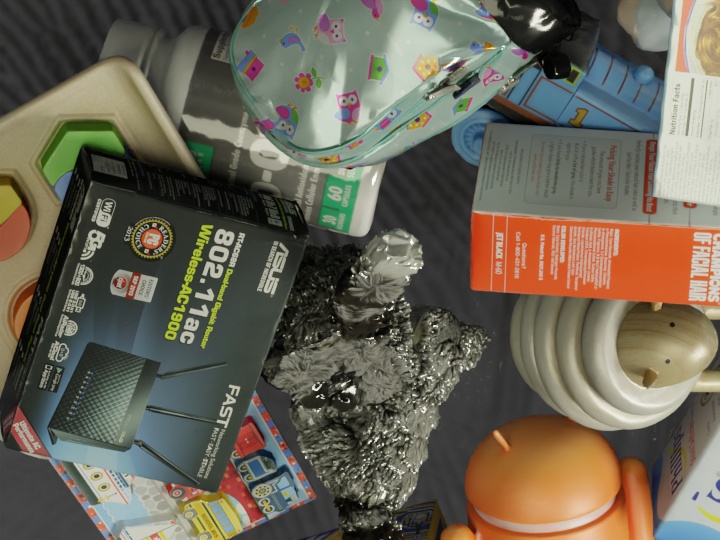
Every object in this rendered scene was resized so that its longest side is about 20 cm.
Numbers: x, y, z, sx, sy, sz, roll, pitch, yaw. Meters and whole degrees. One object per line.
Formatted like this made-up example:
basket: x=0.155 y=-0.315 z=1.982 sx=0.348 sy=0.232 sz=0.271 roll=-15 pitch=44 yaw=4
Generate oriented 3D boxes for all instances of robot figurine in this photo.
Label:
robot figurine: x=0.135 y=0.188 z=1.746 sx=0.143 sy=0.117 sz=0.201 roll=-2 pitch=114 yaw=11

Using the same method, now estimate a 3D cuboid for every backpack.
backpack: x=0.016 y=-0.152 z=1.519 sx=0.200 sy=0.126 sz=0.167 roll=-37 pitch=73 yaw=17

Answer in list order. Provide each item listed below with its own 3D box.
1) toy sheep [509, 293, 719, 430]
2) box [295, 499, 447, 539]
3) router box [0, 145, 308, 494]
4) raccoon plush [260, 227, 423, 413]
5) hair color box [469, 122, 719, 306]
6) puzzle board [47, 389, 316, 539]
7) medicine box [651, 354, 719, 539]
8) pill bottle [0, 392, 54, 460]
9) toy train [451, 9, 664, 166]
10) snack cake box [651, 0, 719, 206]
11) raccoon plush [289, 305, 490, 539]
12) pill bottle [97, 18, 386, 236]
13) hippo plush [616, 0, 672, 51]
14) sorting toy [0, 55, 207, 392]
toy sheep: x=0.169 y=0.045 z=1.654 sx=0.137 sy=0.200 sz=0.139 roll=1 pitch=88 yaw=-30
box: x=-0.028 y=0.236 z=1.811 sx=0.199 sy=0.070 sz=0.065 roll=-19 pitch=108 yaw=15
router box: x=-0.136 y=0.035 z=1.589 sx=0.149 sy=0.062 sz=0.201 roll=13 pitch=112 yaw=-19
raccoon plush: x=0.000 y=0.000 z=1.620 sx=0.096 sy=0.135 sz=0.200 roll=17 pitch=138 yaw=-26
hair color box: x=0.172 y=-0.035 z=1.546 sx=0.198 sy=0.111 sz=0.064 roll=3 pitch=124 yaw=7
puzzle board: x=-0.130 y=0.138 z=1.745 sx=0.150 sy=0.017 sz=0.201 roll=-25 pitch=136 yaw=1
medicine box: x=0.325 y=0.125 z=1.698 sx=0.181 sy=0.103 sz=0.201 roll=25 pitch=114 yaw=-4
pill bottle: x=-0.199 y=0.025 z=1.713 sx=0.119 sy=0.120 sz=0.201 roll=15 pitch=115 yaw=1
toy train: x=0.148 y=-0.101 z=1.620 sx=0.199 sy=0.087 sz=0.115 roll=29 pitch=130 yaw=-5
snack cake box: x=0.239 y=-0.138 z=1.435 sx=0.114 sy=0.067 sz=0.202 roll=9 pitch=113 yaw=13
raccoon plush: x=0.043 y=0.121 z=1.708 sx=0.133 sy=0.097 sz=0.201 roll=-28 pitch=78 yaw=22
pill bottle: x=-0.078 y=-0.099 z=1.646 sx=0.198 sy=0.113 sz=0.114 roll=14 pitch=115 yaw=1
hippo plush: x=0.242 y=-0.176 z=1.543 sx=0.199 sy=0.161 sz=0.160 roll=17 pitch=115 yaw=0
sorting toy: x=-0.192 y=-0.021 z=1.602 sx=0.199 sy=0.037 sz=0.186 roll=-27 pitch=117 yaw=7
